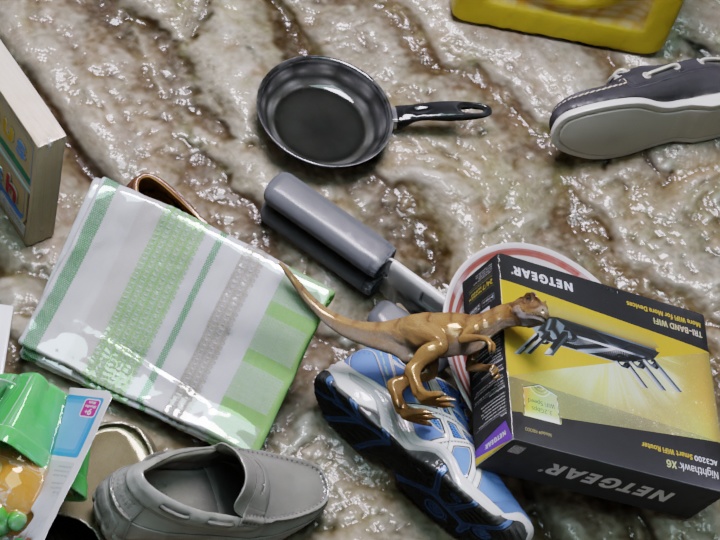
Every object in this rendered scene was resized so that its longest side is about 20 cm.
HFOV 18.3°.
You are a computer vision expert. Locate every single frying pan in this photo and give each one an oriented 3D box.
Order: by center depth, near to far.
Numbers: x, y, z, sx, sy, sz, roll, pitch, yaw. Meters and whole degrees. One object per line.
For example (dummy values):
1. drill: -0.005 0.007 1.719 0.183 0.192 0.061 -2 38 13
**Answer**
1. frying pan: 0.001 -0.138 1.846 0.190 0.031 0.115 -20 63 -28

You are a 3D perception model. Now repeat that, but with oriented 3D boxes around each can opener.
1. can opener: 0.000 0.000 1.740 0.200 0.053 0.066 39 58 14

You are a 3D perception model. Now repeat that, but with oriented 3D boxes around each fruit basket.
1. fruit basket: -0.269 0.162 1.495 0.094 0.185 0.200 48 55 -33

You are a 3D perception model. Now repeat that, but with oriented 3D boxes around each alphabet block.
1. alphabet block: 0.191 -0.333 1.924 0.196 0.196 0.201 9 56 -5

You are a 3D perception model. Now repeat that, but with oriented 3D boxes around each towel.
1. towel: -0.137 0.036 1.652 0.200 0.031 0.150 25 91 5

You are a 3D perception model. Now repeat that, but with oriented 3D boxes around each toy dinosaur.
1. toy dinosaur: 0.038 0.052 1.620 0.199 0.060 0.107 0 65 9

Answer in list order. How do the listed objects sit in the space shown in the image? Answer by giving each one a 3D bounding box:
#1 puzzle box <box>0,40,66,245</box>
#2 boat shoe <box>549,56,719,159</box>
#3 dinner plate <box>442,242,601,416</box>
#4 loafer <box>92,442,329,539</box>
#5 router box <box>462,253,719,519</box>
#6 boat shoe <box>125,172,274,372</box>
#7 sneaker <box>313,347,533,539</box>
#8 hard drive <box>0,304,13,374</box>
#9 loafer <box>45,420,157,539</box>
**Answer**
1. puzzle box: -0.289 -0.131 1.713 0.025 0.133 0.200 -25 65 -26
2. boat shoe: 0.240 -0.143 1.879 0.199 0.074 0.060 -10 60 -23
3. dinner plate: 0.142 0.072 1.716 0.200 0.024 0.201 18 53 -25
4. loafer: -0.094 0.156 1.572 0.200 0.070 0.070 -3 60 -44
5. router box: 0.175 0.088 1.678 0.199 0.052 0.158 15 54 -28
6. boat shoe: -0.121 0.008 1.697 0.072 0.068 0.200 -30 68 -28
7. sneaker: 0.058 0.126 1.654 0.077 0.076 0.200 -38 73 -26
8. hard drive: -0.360 0.071 1.626 0.199 0.027 0.132 8 56 -8
9. loafer: -0.195 0.181 1.564 0.076 0.068 0.200 22 55 2
